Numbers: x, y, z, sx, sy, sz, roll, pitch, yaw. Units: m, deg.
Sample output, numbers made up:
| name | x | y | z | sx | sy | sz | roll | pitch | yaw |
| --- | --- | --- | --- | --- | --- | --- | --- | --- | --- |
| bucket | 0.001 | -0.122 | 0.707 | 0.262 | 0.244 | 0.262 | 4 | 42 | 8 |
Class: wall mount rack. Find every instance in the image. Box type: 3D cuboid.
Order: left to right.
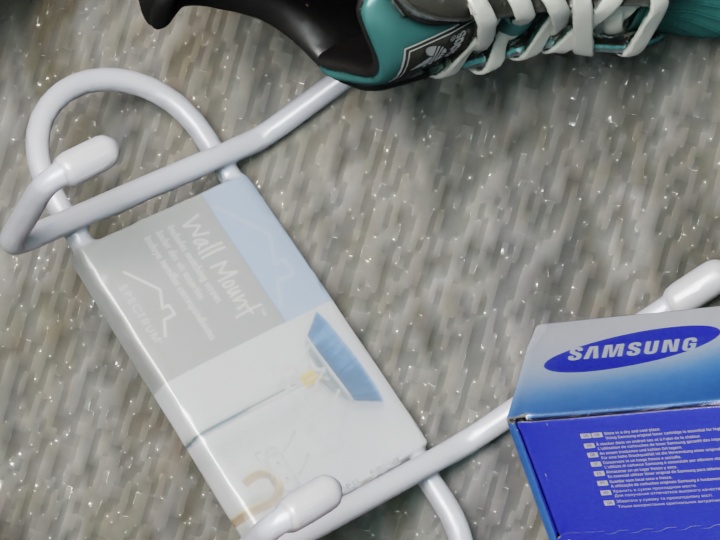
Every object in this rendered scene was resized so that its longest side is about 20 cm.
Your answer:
| name | x | y | z | sx | sy | sz | roll | pitch | yaw |
| --- | --- | --- | --- | --- | --- | --- | --- | --- | --- |
| wall mount rack | 0.000 | 0.000 | 0.784 | 0.173 | 0.075 | 0.200 | -27 | 77 | -34 |

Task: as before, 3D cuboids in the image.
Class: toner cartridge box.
| name | x | y | z | sx | sy | sz | roll | pitch | yaw |
| --- | --- | --- | --- | --- | --- | --- | --- | --- | --- |
| toner cartridge box | 0.148 | 0.053 | 0.716 | 0.199 | 0.043 | 0.095 | -6 | 126 | 21 |

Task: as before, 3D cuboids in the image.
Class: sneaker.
| name | x | y | z | sx | sy | sz | roll | pitch | yaw |
| --- | --- | --- | --- | --- | --- | --- | --- | --- | --- |
| sneaker | 0.029 | -0.082 | 0.761 | 0.199 | 0.071 | 0.080 | 9 | 62 | -9 |
